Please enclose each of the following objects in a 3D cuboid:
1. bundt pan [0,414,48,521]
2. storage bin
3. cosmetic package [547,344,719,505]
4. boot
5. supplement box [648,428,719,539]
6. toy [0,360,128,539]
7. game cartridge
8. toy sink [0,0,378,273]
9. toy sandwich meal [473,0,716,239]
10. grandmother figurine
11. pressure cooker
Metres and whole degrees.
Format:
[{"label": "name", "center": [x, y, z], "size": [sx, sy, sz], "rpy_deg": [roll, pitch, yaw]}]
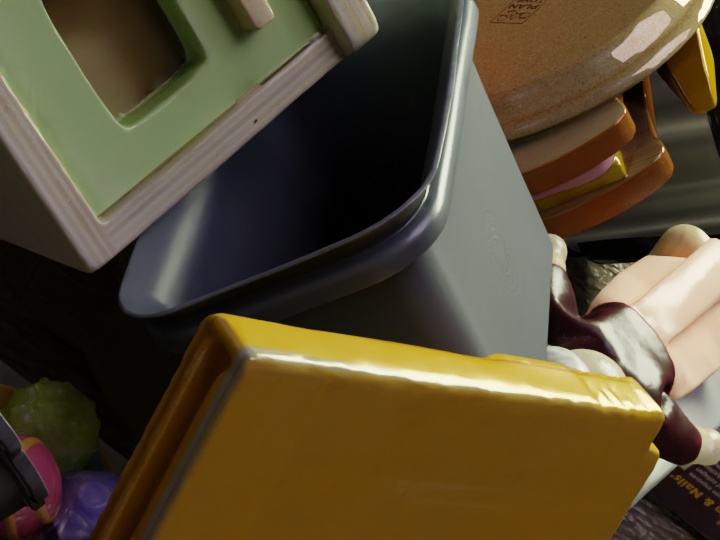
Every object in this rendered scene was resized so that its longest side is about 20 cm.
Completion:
[{"label": "bundt pan", "center": [-0.186, 0.017, 0.655], "size": [0.076, 0.202, 0.202], "rpy_deg": [-40, 89, -15]}, {"label": "storage bin", "center": [0.000, 0.000, 0.813], "size": [0.135, 0.145, 0.201], "rpy_deg": [59, 22, -26]}, {"label": "cosmetic package", "center": [0.097, 0.080, 0.999], "size": [0.081, 0.113, 0.200], "rpy_deg": [52, 31, 6]}, {"label": "boot", "center": [-0.065, 0.002, 0.924], "size": [0.200, 0.073, 0.155], "rpy_deg": [51, 25, 23]}, {"label": "supplement box", "center": [0.231, 0.049, 1.104], "size": [0.110, 0.200, 0.086], "rpy_deg": [36, 34, -18]}, {"label": "toy", "center": [-0.131, 0.069, 0.797], "size": [0.200, 0.047, 0.116], "rpy_deg": [37, 36, -17]}, {"label": "game cartridge", "center": [-0.005, 0.102, 0.721], "size": [0.199, 0.177, 0.032], "rpy_deg": [10, 28, -42]}, {"label": "toy sink", "center": [-0.080, -0.117, 0.801], "size": [0.200, 0.112, 0.131], "rpy_deg": [-41, 118, -20]}, {"label": "toy sandwich meal", "center": [0.088, -0.091, 1.011], "size": [0.071, 0.204, 0.206], "rpy_deg": [63, 25, -28]}, {"label": "grandmother figurine", "center": [0.114, 0.033, 0.915], "size": [0.121, 0.061, 0.200], "rpy_deg": [41, 29, 9]}, {"label": "pressure cooker", "center": [0.147, -0.097, 1.172], "size": [0.176, 0.199, 0.180], "rpy_deg": [49, 45, -43]}]
